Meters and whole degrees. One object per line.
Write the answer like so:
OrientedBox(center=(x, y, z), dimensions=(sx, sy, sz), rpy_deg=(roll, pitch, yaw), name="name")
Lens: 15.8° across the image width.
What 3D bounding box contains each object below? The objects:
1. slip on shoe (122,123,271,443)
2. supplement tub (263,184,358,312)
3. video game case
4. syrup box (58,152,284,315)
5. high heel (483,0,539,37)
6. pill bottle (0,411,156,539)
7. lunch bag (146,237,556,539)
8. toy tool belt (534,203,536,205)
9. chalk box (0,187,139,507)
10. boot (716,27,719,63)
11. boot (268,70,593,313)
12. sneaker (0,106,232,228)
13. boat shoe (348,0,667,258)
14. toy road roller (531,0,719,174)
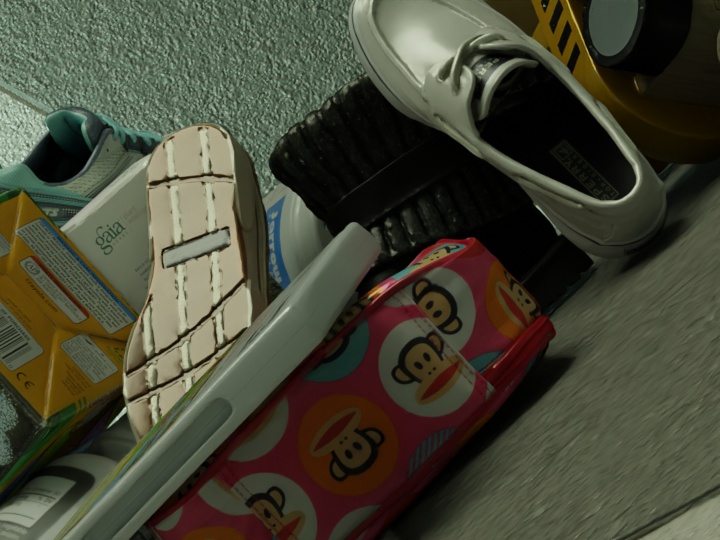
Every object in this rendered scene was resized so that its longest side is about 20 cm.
OrientedBox(center=(-0.077, 0.020, 1.320), dimensions=(0.076, 0.061, 0.200), rpy_deg=(-16, 52, 15), name="slip on shoe")
OrientedBox(center=(-0.009, 0.004, 1.499), dimensions=(0.132, 0.132, 0.200), rpy_deg=(-43, 3, -30), name="supplement tub")
OrientedBox(center=(-0.069, 0.064, 1.135), dimensions=(0.182, 0.023, 0.200), rpy_deg=(-46, 3, 13), name="video game case")
OrientedBox(center=(-0.084, 0.041, 1.412), dimensions=(0.079, 0.200, 0.081), rpy_deg=(-44, 5, -31), name="syrup box")
OrientedBox(center=(0.058, -0.142, 1.499), dimensions=(0.071, 0.200, 0.143), rpy_deg=(-14, 41, -14), name="high heel")
OrientedBox(center=(-0.145, 0.164, 1.278), dimensions=(0.200, 0.114, 0.114), rpy_deg=(-43, 4, -35), name="pill bottle")
OrientedBox(center=(-0.010, 0.071, 1.196), dimensions=(0.200, 0.082, 0.176), rpy_deg=(-43, 3, -7), name="lunch bag")
OrientedBox(center=(0.144, -0.130, 1.632), dimensions=(0.200, 0.125, 0.123), rpy_deg=(-64, 6, -22), name="toy tool belt")
OrientedBox(center=(-0.219, 0.077, 1.346), dimensions=(0.200, 0.125, 0.124), rpy_deg=(-47, -8, 32), name="chalk box")
OrientedBox(center=(0.250, -0.147, 1.169), dimensions=(0.200, 0.073, 0.151), rpy_deg=(-36, 4, 5), name="boot")
OrientedBox(center=(0.000, 0.000, 1.337), dimensions=(0.211, 0.158, 0.079), rpy_deg=(-42, 3, -19), name="boot")
OrientedBox(center=(-0.140, -0.057, 1.495), dimensions=(0.078, 0.086, 0.200), rpy_deg=(7, 26, 36), name="sneaker")
OrientedBox(center=(0.067, -0.085, 1.269), dimensions=(0.072, 0.200, 0.066), rpy_deg=(-40, -23, -6), name="boat shoe")
OrientedBox(center=(0.138, -0.139, 1.353), dimensions=(0.123, 0.200, 0.146), rpy_deg=(5, -40, -29), name="toy road roller")
